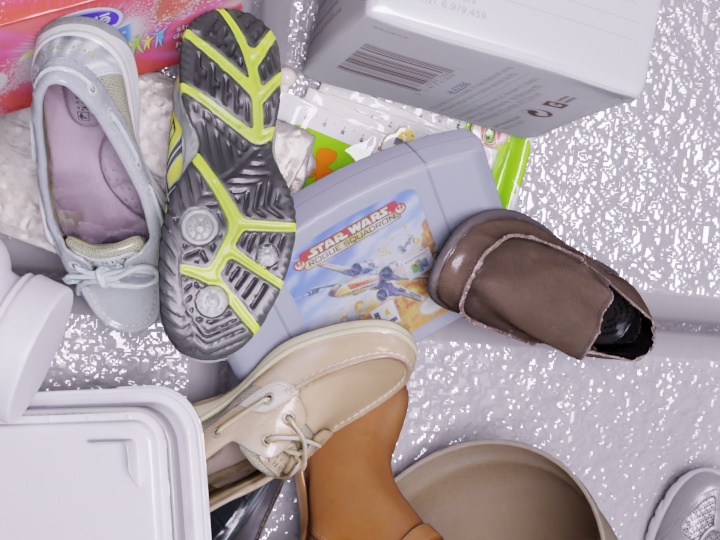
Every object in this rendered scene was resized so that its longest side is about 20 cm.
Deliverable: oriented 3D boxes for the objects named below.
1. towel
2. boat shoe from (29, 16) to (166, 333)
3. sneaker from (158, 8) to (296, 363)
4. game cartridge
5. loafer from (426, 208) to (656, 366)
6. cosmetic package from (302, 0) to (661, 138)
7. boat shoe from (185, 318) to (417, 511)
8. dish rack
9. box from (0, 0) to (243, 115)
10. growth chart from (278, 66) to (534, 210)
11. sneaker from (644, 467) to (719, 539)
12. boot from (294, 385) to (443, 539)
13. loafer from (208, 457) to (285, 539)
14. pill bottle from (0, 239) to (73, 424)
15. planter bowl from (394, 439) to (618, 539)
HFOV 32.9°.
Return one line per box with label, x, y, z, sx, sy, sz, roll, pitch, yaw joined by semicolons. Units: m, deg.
towel;-0.136;-0.059;0.763;0.199;0.034;0.133;22;90;-7
boat shoe;-0.147;-0.039;0.681;0.074;0.065;0.202;2;129;1
sneaker;-0.076;-0.044;0.697;0.075;0.076;0.201;7;74;-10
game cartridge;0.000;0.000;0.757;0.200;0.042;0.133;-30;135;-6
loafer;0.125;0.015;0.768;0.200;0.071;0.073;12;108;-43
cosmetic package;0.079;-0.204;0.725;0.166;0.167;0.201;14;85;-13
boat shoe;-0.051;0.097;0.734;0.200;0.065;0.072;-27;132;10
dish rack;-0.187;0.158;0.719;0.199;0.044;0.172;-4;90;19
box;-0.174;-0.165;0.697;0.199;0.096;0.100;-19;74;-15
growth chart;0.015;-0.055;0.811;0.199;0.018;0.145;9;93;-12
sneaker;0.241;0.239;0.850;0.074;0.082;0.201;9;93;-13
boot;0.021;0.160;0.746;0.074;0.154;0.200;45;65;-45
loafer;-0.107;0.192;0.787;0.200;0.073;0.072;-53;135;-9
pill bottle;-0.272;0.010;0.690;0.199;0.112;0.113;23;90;-3
planter bowl;0.093;0.228;0.776;0.200;0.200;0.135;-48;129;-5
